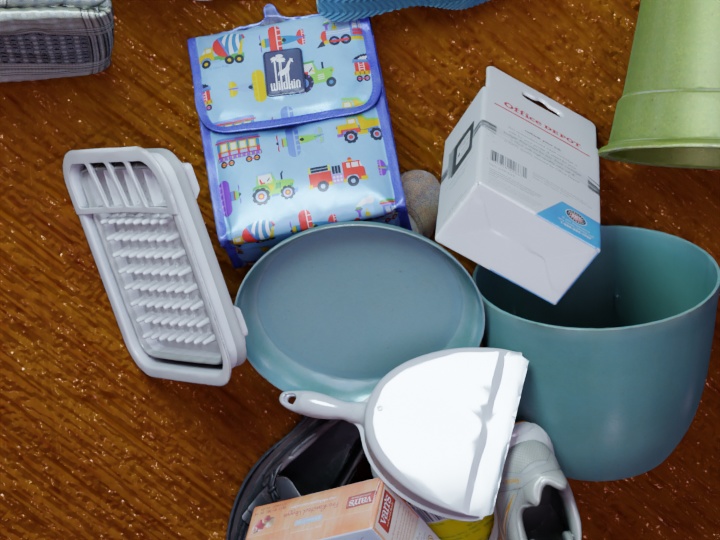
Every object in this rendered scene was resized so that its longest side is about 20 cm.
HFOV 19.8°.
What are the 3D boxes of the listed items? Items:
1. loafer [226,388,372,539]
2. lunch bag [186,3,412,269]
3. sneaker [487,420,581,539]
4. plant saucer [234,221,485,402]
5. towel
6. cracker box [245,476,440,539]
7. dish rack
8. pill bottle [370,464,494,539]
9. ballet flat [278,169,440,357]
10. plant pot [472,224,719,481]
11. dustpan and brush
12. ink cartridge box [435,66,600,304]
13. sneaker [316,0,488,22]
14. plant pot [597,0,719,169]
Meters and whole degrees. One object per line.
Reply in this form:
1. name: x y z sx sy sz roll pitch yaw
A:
1. loafer: -0.046 0.173 1.741 0.072 0.063 0.200 34 93 -16
2. lunch bag: -0.051 -0.119 1.665 0.150 0.094 0.200 -11 76 2
3. sneaker: 0.143 0.224 1.644 0.076 0.092 0.200 -20 122 -8
4. plant saucer: -0.001 0.033 1.646 0.200 0.027 0.200 0 131 0
5. towel: -0.287 -0.172 1.571 0.200 0.193 0.035 -2 84 -8
6. cracker box: 0.012 0.261 1.711 0.134 0.058 0.200 -16 130 31
7. dish rack: -0.158 -0.010 1.646 0.043 0.172 0.200 -26 105 -31
8. pill bottle: 0.103 0.198 1.736 0.109 0.109 0.200 -40 121 0
9. ballet flat: 0.000 0.000 1.714 0.068 0.067 0.200 42 91 -14
10. plant pot: 0.194 0.075 1.703 0.200 0.201 0.161 -7 115 -8
11. dustpan and brush: 0.026 0.116 1.641 0.200 0.057 0.140 12 76 13
12. ink cartridge box: 0.130 -0.073 1.676 0.116 0.200 0.067 28 121 -12
13. sneaker: 0.049 -0.258 1.666 0.200 0.077 0.081 -7 63 -24
14. plant pot: 0.296 -0.184 1.684 0.200 0.200 0.190 2 88 -10
